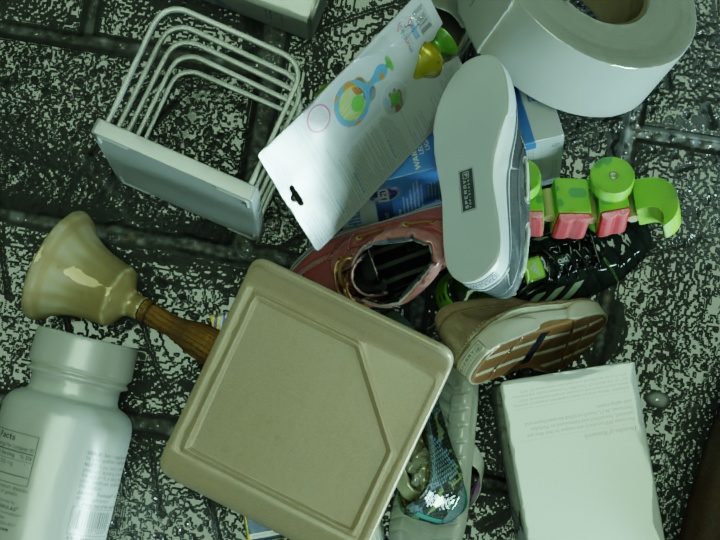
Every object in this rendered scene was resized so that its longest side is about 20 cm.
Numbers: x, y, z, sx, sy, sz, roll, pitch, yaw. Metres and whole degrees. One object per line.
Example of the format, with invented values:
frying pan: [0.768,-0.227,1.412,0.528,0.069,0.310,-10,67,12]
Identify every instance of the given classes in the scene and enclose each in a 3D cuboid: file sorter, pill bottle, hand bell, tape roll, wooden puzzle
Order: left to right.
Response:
pill bottle: [-0.257,0.154,1.443,0.114,0.114,0.200,13,86,1]
hand bell: [-0.176,0.037,1.439,0.200,0.104,0.104,26,86,13]
file sorter: [-0.126,-0.121,1.426,0.139,0.200,0.125,24,81,2]
wooden puzzle: [-0.044,0.115,1.374,0.185,0.037,0.200,25,96,9]
tape roll: [0.183,-0.230,1.445,0.202,0.071,0.203,14,53,-19]

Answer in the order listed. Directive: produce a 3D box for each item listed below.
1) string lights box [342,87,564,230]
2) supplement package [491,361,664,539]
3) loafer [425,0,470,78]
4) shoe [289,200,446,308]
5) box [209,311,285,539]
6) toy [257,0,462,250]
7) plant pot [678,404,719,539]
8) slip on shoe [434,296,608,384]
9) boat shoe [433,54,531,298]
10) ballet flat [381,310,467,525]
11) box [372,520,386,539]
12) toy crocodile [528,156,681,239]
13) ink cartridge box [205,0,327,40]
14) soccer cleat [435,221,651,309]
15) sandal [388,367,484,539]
string lights box: [0.072,-0.095,1.466,0.200,0.103,0.059,-14,69,-2]
supplement package: [0.186,0.185,1.441,0.117,0.117,0.201,-9,85,-1]
loafer: [0.077,-0.228,1.497,0.070,0.070,0.200,17,86,1]
shoe: [0.000,0.000,1.426,0.200,0.091,0.072,-22,96,31]
box: [-0.080,0.132,1.471,0.070,0.064,0.201,-10,86,-1]
toy: [-0.002,-0.127,1.378,0.200,0.115,0.047,-44,42,-15]
plant pot: [0.359,0.177,1.425,0.186,0.187,0.200,6,71,0]
slip on shoe: [0.137,0.049,1.432,0.061,0.200,0.076,47,125,26]
boat shoe: [0.108,-0.075,1.377,0.072,0.068,0.200,-15,65,31]
ballet flat: [0.033,0.121,1.438,0.074,0.074,0.200,-21,63,-2]
box: [-0.017,0.160,1.442,0.048,0.117,0.200,-13,86,5]
toy crocodile: [0.171,-0.053,1.434,0.199,0.068,0.062,-1,59,0]
ink cartridge box: [-0.109,-0.309,1.495,0.200,0.088,0.146,20,86,3]
soccer cleat: [0.163,-0.001,1.473,0.200,0.081,0.068,-19,86,-2]
sandal: [0.078,0.178,1.472,0.050,0.082,0.203,10,93,-42]
